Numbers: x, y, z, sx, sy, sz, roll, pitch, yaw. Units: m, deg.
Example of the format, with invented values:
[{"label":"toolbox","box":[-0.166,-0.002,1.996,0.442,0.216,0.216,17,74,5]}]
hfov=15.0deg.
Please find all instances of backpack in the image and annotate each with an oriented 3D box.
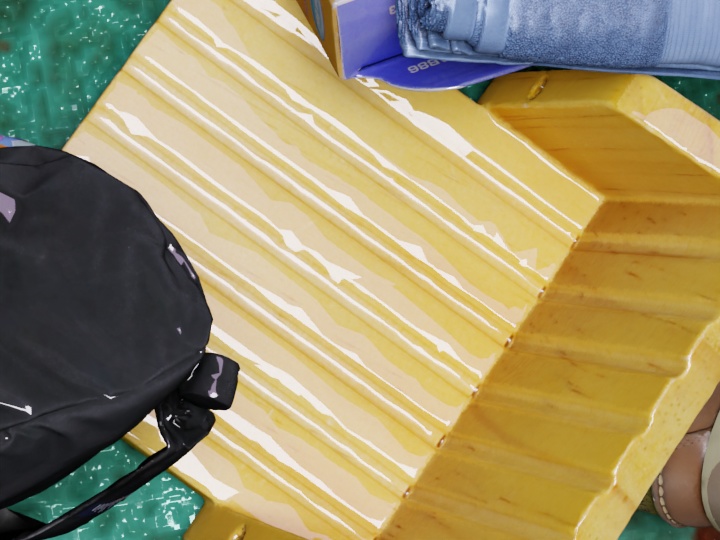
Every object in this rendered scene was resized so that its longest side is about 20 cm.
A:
[{"label":"backpack","box":[-0.151,0.032,0.854,0.166,0.200,0.127,-13,83,-29]}]

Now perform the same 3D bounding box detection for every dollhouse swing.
[{"label":"dollhouse swing","box":[0.000,0.000,0.895,0.176,0.182,0.200,39,78,-19]}]

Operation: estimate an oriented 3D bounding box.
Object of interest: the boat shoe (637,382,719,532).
[{"label":"boat shoe","box":[0.144,0.000,0.949,0.068,0.072,0.200,10,54,35]}]

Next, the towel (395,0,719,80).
[{"label":"towel","box":[0.112,-0.116,0.859,0.199,0.049,0.112,3,96,-11]}]

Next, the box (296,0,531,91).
[{"label":"box","box":[0.018,-0.144,0.931,0.118,0.042,0.200,-20,50,-11]}]
